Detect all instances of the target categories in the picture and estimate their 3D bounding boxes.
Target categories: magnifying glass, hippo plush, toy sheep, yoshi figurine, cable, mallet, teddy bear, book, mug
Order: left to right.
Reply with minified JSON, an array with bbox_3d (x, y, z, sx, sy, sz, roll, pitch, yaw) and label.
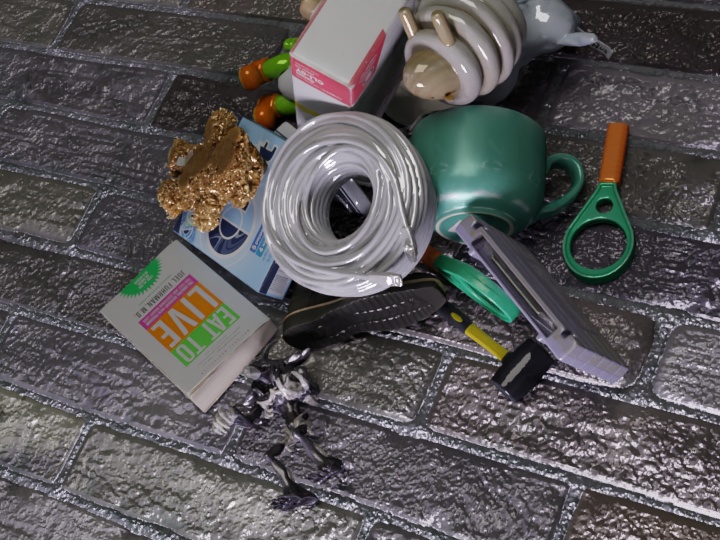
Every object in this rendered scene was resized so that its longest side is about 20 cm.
[{"bbox_3d":[-0.210,0.062,1.497,0.134,0.048,0.200,-46,53,-11],"label":"book"},{"bbox_3d":[-0.177,-0.117,1.481,0.200,0.067,0.145,-27,53,43],"label":"teddy bear"},{"bbox_3d":[-0.053,-0.238,1.558,0.200,0.112,0.112,-11,71,20],"label":"yoshi figurine"},{"bbox_3d":[-0.013,-0.071,1.331,0.200,0.069,0.200,-4,79,31],"label":"cable"},{"bbox_3d":[0.104,0.000,1.373,0.022,0.080,0.200,-51,45,-6],"label":"magnifying glass"},{"bbox_3d":[0.115,-0.256,1.332,0.138,0.138,0.200,29,62,33],"label":"toy sheep"},{"bbox_3d":[0.119,0.076,1.351,0.200,0.041,0.066,30,79,39],"label":"mallet"},{"bbox_3d":[0.144,-0.098,1.364,0.185,0.152,0.115,-6,65,24],"label":"mug"},{"bbox_3d":[0.179,-0.266,1.468,0.161,0.159,0.200,-46,70,16],"label":"hippo plush"},{"bbox_3d":[0.275,-0.077,1.377,0.079,0.022,0.200,3,62,25],"label":"magnifying glass"}]

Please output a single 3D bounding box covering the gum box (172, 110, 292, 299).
[{"bbox_3d":[-0.127,-0.083,1.489,0.200,0.045,0.170,32,98,44],"label":"gum box"}]

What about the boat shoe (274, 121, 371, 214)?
[{"bbox_3d":[-0.061,-0.113,1.512,0.068,0.072,0.200,-44,51,-6],"label":"boat shoe"}]

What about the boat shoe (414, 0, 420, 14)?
[{"bbox_3d":[0.079,-0.364,1.587,0.086,0.075,0.202,17,57,42],"label":"boat shoe"}]

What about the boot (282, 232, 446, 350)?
[{"bbox_3d":[0.000,0.000,1.415,0.200,0.077,0.139,-14,52,21],"label":"boot"}]

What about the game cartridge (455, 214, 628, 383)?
[{"bbox_3d":[0.189,0.031,1.286,0.038,0.130,0.200,-44,53,12],"label":"game cartridge"}]

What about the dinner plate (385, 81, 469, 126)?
[{"bbox_3d":[0.106,-0.267,1.559,0.200,0.024,0.201,-11,57,17],"label":"dinner plate"}]

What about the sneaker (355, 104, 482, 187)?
[{"bbox_3d":[0.071,-0.161,1.475,0.200,0.082,0.075,-16,57,14],"label":"sneaker"}]

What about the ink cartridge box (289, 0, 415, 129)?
[{"bbox_3d":[-0.008,-0.236,1.396,0.083,0.200,0.145,28,74,8],"label":"ink cartridge box"}]

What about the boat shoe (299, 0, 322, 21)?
[{"bbox_3d":[-0.039,-0.351,1.585,0.071,0.064,0.200,-58,7,18],"label":"boat shoe"}]

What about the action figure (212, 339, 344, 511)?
[{"bbox_3d":[-0.091,0.156,1.352,0.119,0.102,0.200,-38,55,16],"label":"action figure"}]
